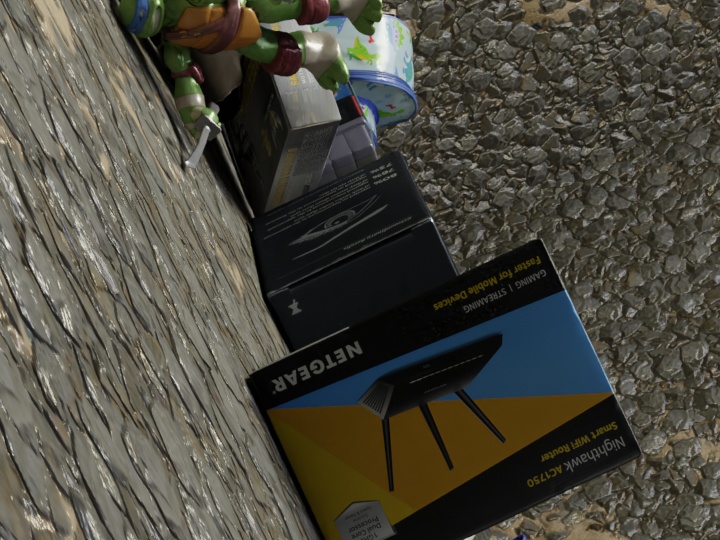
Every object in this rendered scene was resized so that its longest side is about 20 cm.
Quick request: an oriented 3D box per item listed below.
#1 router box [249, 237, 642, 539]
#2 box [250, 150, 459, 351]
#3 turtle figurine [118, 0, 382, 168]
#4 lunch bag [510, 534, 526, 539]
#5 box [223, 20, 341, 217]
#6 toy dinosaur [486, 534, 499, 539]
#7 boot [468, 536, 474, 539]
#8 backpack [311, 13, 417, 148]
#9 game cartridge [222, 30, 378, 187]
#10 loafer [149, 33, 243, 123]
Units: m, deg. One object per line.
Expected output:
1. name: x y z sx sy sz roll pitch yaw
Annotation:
1. router box: 0.053 0.088 1.344 0.051 0.200 0.149 53 11 -88
2. box: 0.000 0.000 1.785 0.200 0.148 0.104 -106 171 -69
3. turtle figurine: -0.073 -0.159 1.613 0.200 0.194 0.144 25 -66 49
4. lunch bag: 0.130 0.356 1.891 0.200 0.094 0.151 -85 152 -61
5. box: -0.077 -0.147 1.864 0.200 0.048 0.159 114 -39 -65
6. toy dinosaur: 0.200 0.438 2.821 0.088 0.047 0.200 43 16 -40
7. boot: 0.079 0.218 2.235 0.200 0.075 0.107 -82 151 -70
8. backpack: -0.038 -0.199 2.394 0.183 0.199 0.147 62 23 -74
9. game cartridge: -0.066 -0.146 2.051 0.038 0.129 0.200 62 3 -42
10. loafer: -0.122 -0.173 1.761 0.071 0.073 0.200 63 2 15
